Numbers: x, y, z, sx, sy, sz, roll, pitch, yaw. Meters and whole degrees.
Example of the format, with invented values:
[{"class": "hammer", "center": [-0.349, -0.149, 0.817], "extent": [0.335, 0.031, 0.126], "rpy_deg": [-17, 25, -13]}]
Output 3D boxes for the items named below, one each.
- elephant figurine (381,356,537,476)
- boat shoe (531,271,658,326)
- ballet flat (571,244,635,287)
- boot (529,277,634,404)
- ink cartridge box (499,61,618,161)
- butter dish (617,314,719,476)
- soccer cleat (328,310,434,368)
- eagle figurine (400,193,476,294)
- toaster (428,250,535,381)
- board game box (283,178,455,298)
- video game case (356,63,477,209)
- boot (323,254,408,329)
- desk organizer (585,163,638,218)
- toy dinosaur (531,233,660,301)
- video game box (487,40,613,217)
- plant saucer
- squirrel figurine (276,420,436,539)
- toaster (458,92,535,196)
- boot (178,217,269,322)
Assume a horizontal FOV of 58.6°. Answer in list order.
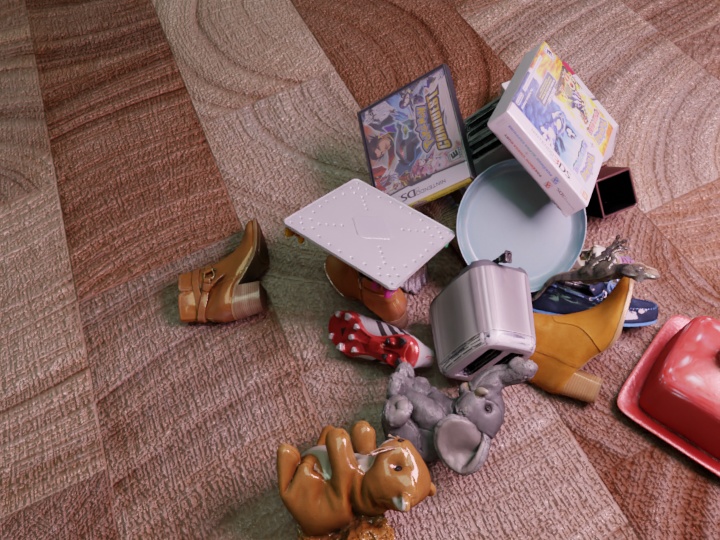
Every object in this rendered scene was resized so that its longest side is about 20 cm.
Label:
[{"class": "elephant figurine", "center": [0.134, 0.206, 0.875], "extent": [0.195, 0.157, 0.143], "rpy_deg": [6, 49, 17]}, {"class": "boat shoe", "center": [0.356, 0.041, 0.985], "extent": [0.195, 0.070, 0.084], "rpy_deg": [6, 12, 11]}, {"class": "ballet flat", "center": [0.351, -0.011, 1.037], "extent": [0.195, 0.072, 0.070], "rpy_deg": [-2, 54, 8]}, {"class": "boot", "center": [0.303, 0.081, 0.937], "extent": [0.142, 0.070, 0.206], "rpy_deg": [21, 98, 24]}, {"class": "ink cartridge box", "center": [0.370, -0.285, 1.214], "extent": [0.142, 0.084, 0.203], "rpy_deg": [-20, 55, -5]}, {"class": "butter dish", "center": [0.485, 0.144, 0.862], "extent": [0.198, 0.149, 0.200], "rpy_deg": [33, 67, 27]}, {"class": "soccer cleat", "center": [0.028, 0.113, 1.013], "extent": [0.197, 0.084, 0.070], "rpy_deg": [13, 86, 43]}, {"class": "eagle figurine", "center": [0.114, -0.085, 1.096], "extent": [0.147, 0.153, 0.203], "rpy_deg": [6, 49, -12]}, {"class": "toaster", "center": [0.181, 0.077, 0.936], "extent": [0.111, 0.200, 0.132], "rpy_deg": [11, 56, -21]}, {"class": "board game box", "center": [0.016, -0.055, 0.965], "extent": [0.198, 0.026, 0.199], "rpy_deg": [31, 39, 20]}, {"class": "video game case", "center": [0.087, -0.207, 1.052], "extent": [0.178, 0.025, 0.205], "rpy_deg": [-21, 72, 32]}, {"class": "boot", "center": [0.000, 0.000, 1.032], "extent": [0.199, 0.156, 0.074], "rpy_deg": [37, 75, 29]}, {"class": "desk organizer", "center": [0.358, -0.111, 1.085], "extent": [0.196, 0.073, 0.077], "rpy_deg": [-21, 13, -6]}, {"class": "toy dinosaur", "center": [0.338, -0.003, 0.920], "extent": [0.088, 0.199, 0.048], "rpy_deg": [-41, 102, -33]}, {"class": "video game box", "center": [0.285, -0.211, 0.941], "extent": [0.046, 0.182, 0.202], "rpy_deg": [-25, 26, 49]}, {"class": "plant saucer", "center": [0.245, -0.069, 0.987], "extent": [0.195, 0.027, 0.206], "rpy_deg": [1, 96, 5]}, {"class": "squirrel figurine", "center": [0.004, 0.299, 0.822], "extent": [0.183, 0.141, 0.205], "rpy_deg": [-6, 78, 25]}, {"class": "toaster", "center": [0.241, -0.195, 1.078], "extent": [0.198, 0.119, 0.183], "rpy_deg": [-29, 29, 30]}, {"class": "boot", "center": [-0.241, 0.002, 1.134], "extent": [0.151, 0.077, 0.204], "rpy_deg": [-9, 62, 8]}]
